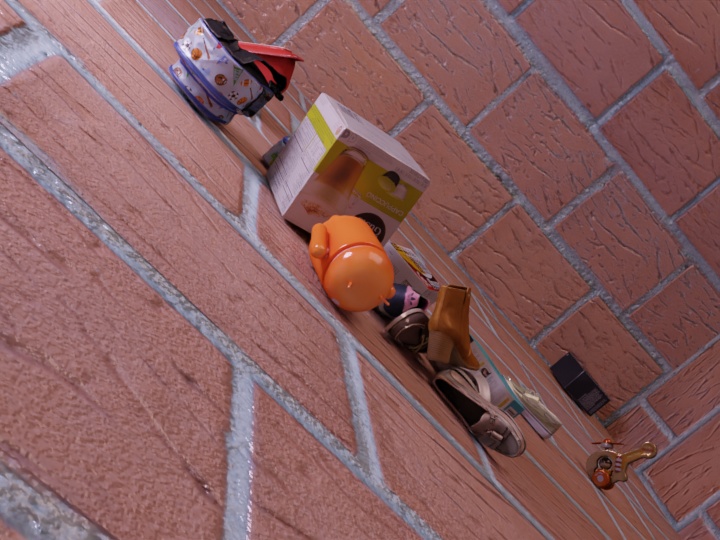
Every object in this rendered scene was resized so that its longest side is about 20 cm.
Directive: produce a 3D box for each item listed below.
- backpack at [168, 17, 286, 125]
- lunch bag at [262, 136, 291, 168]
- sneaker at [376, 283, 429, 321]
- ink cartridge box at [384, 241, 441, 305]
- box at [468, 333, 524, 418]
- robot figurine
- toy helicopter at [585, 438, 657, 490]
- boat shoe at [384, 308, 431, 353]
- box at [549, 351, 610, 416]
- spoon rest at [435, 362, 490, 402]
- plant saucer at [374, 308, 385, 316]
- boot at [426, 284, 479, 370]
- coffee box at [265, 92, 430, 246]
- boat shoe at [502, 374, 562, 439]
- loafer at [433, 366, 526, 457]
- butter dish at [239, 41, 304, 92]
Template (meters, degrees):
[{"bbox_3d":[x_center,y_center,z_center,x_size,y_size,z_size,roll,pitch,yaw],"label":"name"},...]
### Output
[{"bbox_3d":[-0.256,-0.363,1.647,0.200,0.154,0.191,44,0,6],"label":"backpack"},{"bbox_3d":[-0.110,-0.194,1.873,0.161,0.082,0.200,52,10,3],"label":"lunch bag"},{"bbox_3d":[0.094,0.068,1.698,0.082,0.070,0.200,8,-4,20],"label":"sneaker"},{"bbox_3d":[0.081,0.004,1.952,0.176,0.084,0.200,51,10,12],"label":"ink cartridge box"},{"bbox_3d":[0.238,0.222,1.809,0.049,0.082,0.200,43,11,-41],"label":"box"},{"bbox_3d":[-0.017,-0.011,1.455,0.200,0.116,0.144,-120,-167,-54],"label":"robot figurine"},{"bbox_3d":[0.714,0.511,2.507,0.079,0.200,0.133,35,34,-55],"label":"toy helicopter"},{"bbox_3d":[0.102,0.115,1.641,0.060,0.072,0.200,58,11,18],"label":"boat shoe"},{"bbox_3d":[0.942,0.488,3.934,0.198,0.123,0.200,47,7,-18],"label":"box"},{"bbox_3d":[0.200,0.203,1.736,0.099,0.061,0.200,21,24,-27],"label":"spoon rest"},{"bbox_3d":[0.000,0.000,1.735,0.200,0.037,0.200,47,8,-9],"label":"plant saucer"},{"bbox_3d":[0.181,0.101,1.650,0.071,0.144,0.201,11,-5,29],"label":"boot"},{"bbox_3d":[-0.028,-0.167,1.665,0.199,0.198,0.200,29,17,-27],"label":"coffee box"},{"bbox_3d":[0.423,0.332,2.295,0.200,0.062,0.072,48,9,0],"label":"boat shoe"},{"bbox_3d":[0.201,0.253,1.593,0.200,0.072,0.063,46,24,20],"label":"loafer"},{"bbox_3d":[-0.243,-0.459,2.165,0.199,0.148,0.199,7,11,2],"label":"butter dish"}]
